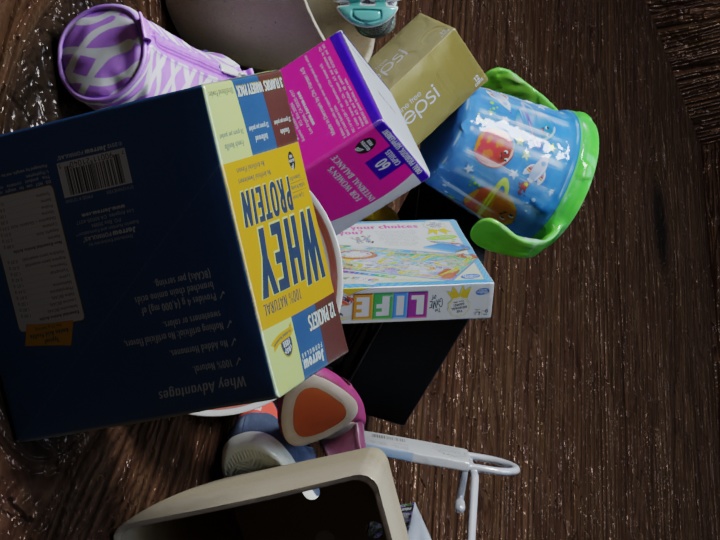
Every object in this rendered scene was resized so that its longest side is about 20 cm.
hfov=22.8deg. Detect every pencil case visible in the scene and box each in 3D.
[{"bbox_3d":[-0.155,-0.150,1.396,0.200,0.085,0.084,11,66,-68],"label":"pencil case"}]

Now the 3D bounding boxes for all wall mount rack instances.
[{"bbox_3d":[0.044,0.197,1.606,0.174,0.199,0.075,-91,-170,-84],"label":"wall mount rack"}]

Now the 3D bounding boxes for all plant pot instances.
[{"bbox_3d":[-0.042,0.234,1.345,0.177,0.199,0.201,-51,127,-72],"label":"plant pot"}]

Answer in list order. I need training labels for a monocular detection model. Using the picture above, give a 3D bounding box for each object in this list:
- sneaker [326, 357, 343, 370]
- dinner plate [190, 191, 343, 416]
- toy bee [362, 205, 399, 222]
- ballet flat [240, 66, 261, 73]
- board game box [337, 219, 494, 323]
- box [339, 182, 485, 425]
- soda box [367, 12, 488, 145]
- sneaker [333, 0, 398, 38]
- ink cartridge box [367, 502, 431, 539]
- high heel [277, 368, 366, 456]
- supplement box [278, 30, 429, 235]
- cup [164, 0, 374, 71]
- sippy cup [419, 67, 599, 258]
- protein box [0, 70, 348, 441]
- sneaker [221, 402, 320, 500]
[{"bbox_3d":[-0.069,0.066,1.482,0.200,0.099,0.070,-12,87,-71],"label":"sneaker"},{"bbox_3d":[-0.110,0.008,1.331,0.024,0.199,0.201,-175,-110,-72],"label":"dinner plate"},{"bbox_3d":[-0.024,-0.088,1.682,0.130,0.109,0.201,16,42,-17],"label":"toy bee"},{"bbox_3d":[-0.097,-0.140,1.578,0.201,0.063,0.068,-75,147,-50],"label":"ballet flat"},{"bbox_3d":[0.000,0.000,1.517,0.135,0.199,0.034,-114,-155,-62],"label":"board game box"},{"bbox_3d":[0.049,0.029,1.700,0.200,0.078,0.142,118,-17,-45],"label":"box"},{"bbox_3d":[0.012,-0.132,1.561,0.064,0.200,0.068,51,-8,-33],"label":"soda box"},{"bbox_3d":[-0.001,-0.288,1.522,0.091,0.077,0.201,67,20,-74],"label":"sneaker"},{"bbox_3d":[0.032,0.328,1.687,0.200,0.050,0.109,-71,144,-53],"label":"ink cartridge box"},{"bbox_3d":[-0.038,0.098,1.451,0.200,0.067,0.097,71,-1,-60],"label":"high heel"},{"bbox_3d":[-0.063,-0.080,1.413,0.101,0.199,0.104,43,19,-56],"label":"supplement box"},{"bbox_3d":[-0.089,-0.256,1.551,0.200,0.142,0.202,-11,90,-69],"label":"cup"},{"bbox_3d":[0.125,-0.102,1.615,0.130,0.140,0.178,23,12,-19],"label":"sippy cup"},{"bbox_3d":[-0.140,-0.011,1.193,0.135,0.197,0.201,-28,106,-68],"label":"protein box"},{"bbox_3d":[-0.054,0.191,1.498,0.085,0.074,0.201,-84,158,-54],"label":"sneaker"}]
